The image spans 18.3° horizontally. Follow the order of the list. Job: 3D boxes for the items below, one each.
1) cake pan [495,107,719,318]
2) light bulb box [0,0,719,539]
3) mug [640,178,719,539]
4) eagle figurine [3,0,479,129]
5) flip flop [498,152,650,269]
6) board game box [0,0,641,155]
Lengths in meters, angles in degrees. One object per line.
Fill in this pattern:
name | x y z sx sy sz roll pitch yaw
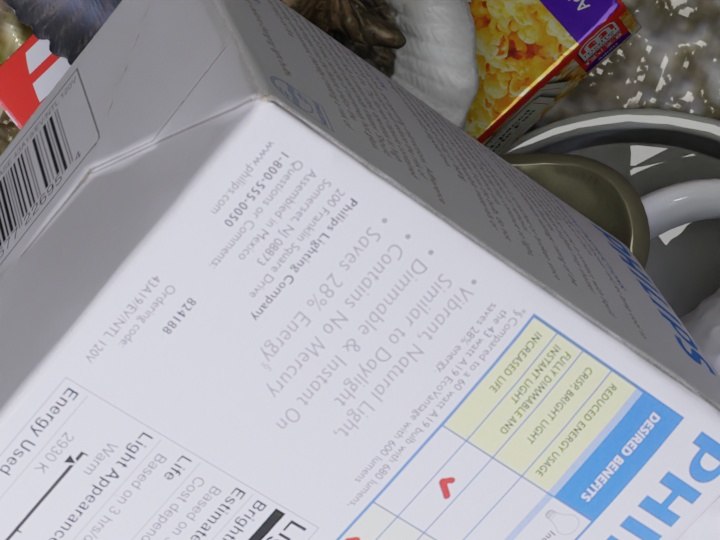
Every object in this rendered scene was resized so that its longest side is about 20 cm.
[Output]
cake pan | 0.106 0.038 0.860 0.199 0.037 0.201 1 97 6
light bulb box | -0.027 0.045 0.679 0.200 0.125 0.198 33 107 -29
mug | 0.140 0.057 0.780 0.175 0.148 0.200 -36 62 11
eagle figurine | -0.052 -0.127 0.773 0.151 0.200 0.152 -9 121 -18
flip flop | 0.000 0.000 0.772 0.199 0.058 0.082 -7 89 10
board game box | -0.020 -0.080 0.837 0.200 0.046 0.152 -43 76 8
